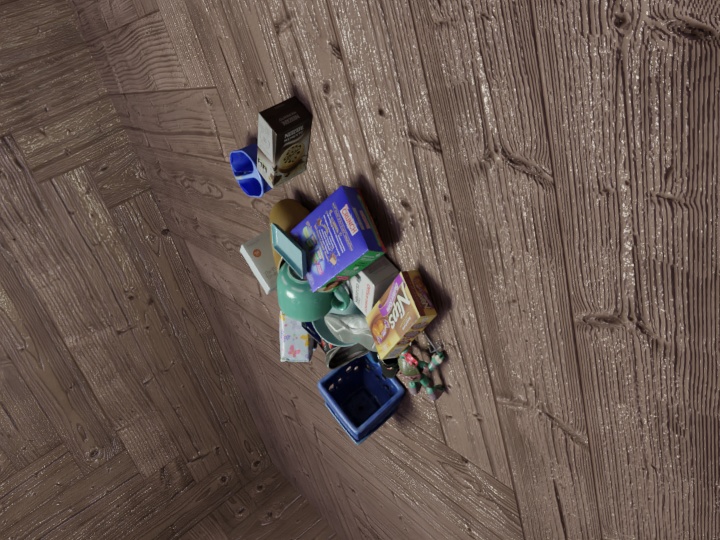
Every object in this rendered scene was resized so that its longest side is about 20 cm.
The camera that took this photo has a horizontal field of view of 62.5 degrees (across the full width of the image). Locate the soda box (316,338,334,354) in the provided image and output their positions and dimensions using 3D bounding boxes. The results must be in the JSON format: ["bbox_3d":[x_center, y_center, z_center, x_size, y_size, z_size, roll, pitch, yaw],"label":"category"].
[{"bbox_3d":[-0.087,0.196,1.880,0.071,0.062,0.202,50,153,18],"label":"soda box"}]

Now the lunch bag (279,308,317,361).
[{"bbox_3d":[-0.201,0.191,1.964,0.200,0.122,0.176,-97,7,-82],"label":"lunch bag"}]

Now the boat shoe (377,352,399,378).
[{"bbox_3d":[0.074,0.228,1.580,0.071,0.064,0.205,16,139,14],"label":"boat shoe"}]

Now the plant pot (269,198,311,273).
[{"bbox_3d":[-0.176,-0.098,1.640,0.189,0.181,0.203,95,151,-51],"label":"plant pot"}]

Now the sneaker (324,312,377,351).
[{"bbox_3d":[-0.006,0.146,1.529,0.196,0.081,0.072,16,137,32],"label":"sneaker"}]

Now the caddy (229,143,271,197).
[{"bbox_3d":[-0.319,-0.293,1.747,0.198,0.103,0.145,13,128,57],"label":"caddy"}]

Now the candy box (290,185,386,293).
[{"bbox_3d":[-0.056,-0.070,1.395,0.198,0.076,0.173,-35,69,35],"label":"candy box"}]

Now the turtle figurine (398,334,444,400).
[{"bbox_3d":[0.138,0.231,1.473,0.148,0.100,0.204,28,146,49],"label":"turtle figurine"}]

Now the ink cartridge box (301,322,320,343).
[{"bbox_3d":[-0.139,0.112,1.763,0.095,0.036,0.203,47,-155,-36],"label":"ink cartridge box"}]

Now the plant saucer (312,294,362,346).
[{"bbox_3d":[-0.040,0.101,1.597,0.202,0.201,0.039,50,-172,18],"label":"plant saucer"}]

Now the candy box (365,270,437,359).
[{"bbox_3d":[0.090,0.106,1.378,0.201,0.055,0.119,-55,48,47],"label":"candy box"}]

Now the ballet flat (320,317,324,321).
[{"bbox_3d":[-0.110,0.082,1.713,0.074,0.070,0.201,64,-167,-12],"label":"ballet flat"}]

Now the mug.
[{"bbox_3d":[-0.125,0.033,1.520,0.117,0.179,0.155,92,164,-46],"label":"mug"}]

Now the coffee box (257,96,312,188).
[{"bbox_3d":[-0.193,-0.317,1.484,0.080,0.112,0.202,49,153,18],"label":"coffee box"}]

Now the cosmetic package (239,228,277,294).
[{"bbox_3d":[-0.229,-0.050,1.728,0.153,0.197,0.052,54,153,8],"label":"cosmetic package"}]

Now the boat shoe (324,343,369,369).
[{"bbox_3d":[-0.010,0.207,1.600,0.068,0.197,0.057,56,-174,-11],"label":"boat shoe"}]

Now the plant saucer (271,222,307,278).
[{"bbox_3d":[-0.176,-0.053,1.458,0.200,0.018,0.072,42,139,52],"label":"plant saucer"}]

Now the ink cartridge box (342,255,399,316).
[{"bbox_3d":[0.000,0.000,1.491,0.200,0.083,0.146,46,151,27],"label":"ink cartridge box"}]

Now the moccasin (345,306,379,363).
[{"bbox_3d":[0.011,0.161,1.665,0.204,0.067,0.080,61,167,-12],"label":"moccasin"}]

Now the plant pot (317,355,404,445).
[{"bbox_3d":[0.001,0.384,1.769,0.200,0.198,0.182,45,156,25],"label":"plant pot"}]
